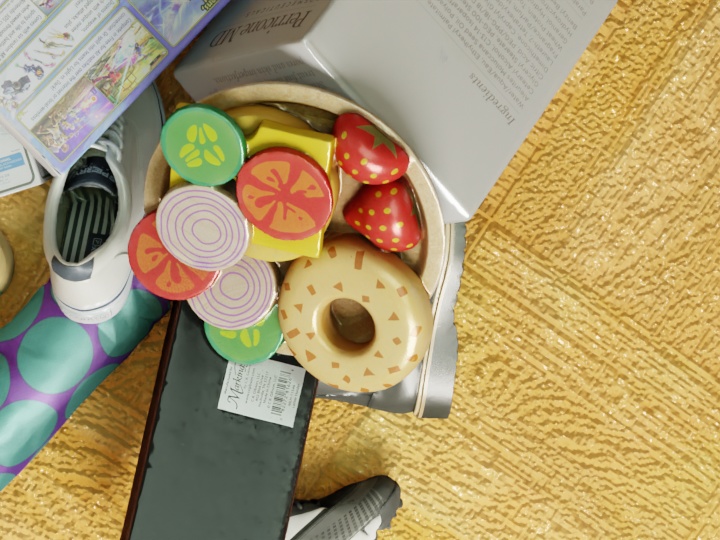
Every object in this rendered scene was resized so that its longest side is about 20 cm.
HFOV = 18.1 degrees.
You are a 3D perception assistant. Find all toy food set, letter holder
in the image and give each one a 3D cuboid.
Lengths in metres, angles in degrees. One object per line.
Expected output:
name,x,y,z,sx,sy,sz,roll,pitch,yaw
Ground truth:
toy food set,-0.045,-0.023,1.376,0.196,0.049,0.201,12,124,9
letter holder,-0.094,0.106,1.499,0.100,0.142,0.202,13,81,-8

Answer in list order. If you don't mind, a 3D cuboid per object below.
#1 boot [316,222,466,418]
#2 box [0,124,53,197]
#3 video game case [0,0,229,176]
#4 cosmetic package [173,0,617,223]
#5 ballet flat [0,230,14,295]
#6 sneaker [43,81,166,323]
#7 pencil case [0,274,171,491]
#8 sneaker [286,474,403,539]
boot,0.000,0.000,1.554,0.137,0.077,0.202,3,92,-4
box,-0.258,-0.147,1.476,0.060,0.117,0.201,-17,95,3
video game case,-0.185,-0.193,1.408,0.181,0.045,0.200,45,81,-11
cosmetic package,0.023,-0.151,1.455,0.165,0.164,0.200,46,64,-23
ballet flat,-0.299,-0.065,1.505,0.069,0.063,0.200,-41,98,-4
sneaker,-0.165,-0.067,1.469,0.072,0.071,0.201,1,60,0
pencil case,-0.220,0.060,1.515,0.200,0.085,0.092,-45,71,-4
sneaker,-0.068,0.183,1.556,0.199,0.066,0.091,-30,100,-3
